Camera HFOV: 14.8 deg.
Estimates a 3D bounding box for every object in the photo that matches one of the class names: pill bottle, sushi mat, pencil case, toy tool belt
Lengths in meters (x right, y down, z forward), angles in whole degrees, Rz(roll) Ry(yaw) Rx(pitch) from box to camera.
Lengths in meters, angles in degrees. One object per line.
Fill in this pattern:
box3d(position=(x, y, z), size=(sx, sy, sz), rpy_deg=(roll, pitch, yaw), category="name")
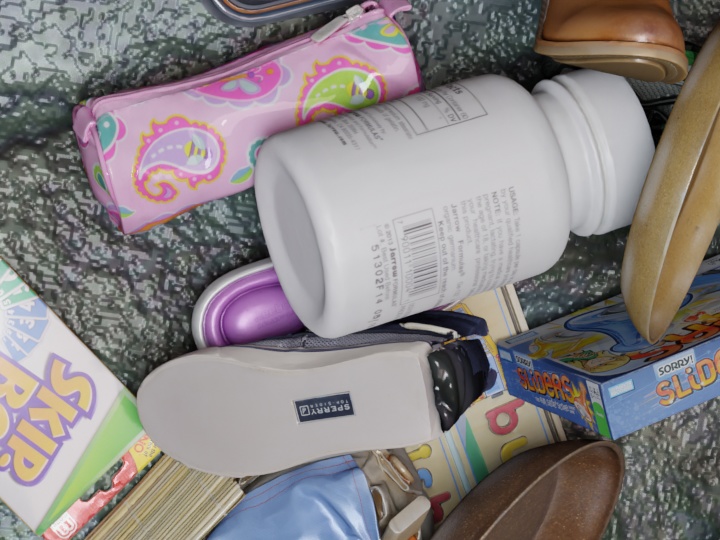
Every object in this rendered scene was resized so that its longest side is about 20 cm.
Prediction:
box3d(position=(0.053, -0.044, 1.494), size=(0.199, 0.114, 0.115), rpy_deg=(-17, 101, -17), category="pill bottle")
box3d(position=(-0.150, 0.177, 1.548), size=(0.200, 0.096, 0.012), rpy_deg=(-45, 120, -4), category="sushi mat")
box3d(position=(-0.059, -0.088, 1.537), size=(0.199, 0.087, 0.088), rpy_deg=(-20, 102, -9), category="pencil case")
box3d(position=(-0.048, 0.171, 1.542), size=(0.200, 0.123, 0.125), rpy_deg=(-33, 97, 3), category="toy tool belt")

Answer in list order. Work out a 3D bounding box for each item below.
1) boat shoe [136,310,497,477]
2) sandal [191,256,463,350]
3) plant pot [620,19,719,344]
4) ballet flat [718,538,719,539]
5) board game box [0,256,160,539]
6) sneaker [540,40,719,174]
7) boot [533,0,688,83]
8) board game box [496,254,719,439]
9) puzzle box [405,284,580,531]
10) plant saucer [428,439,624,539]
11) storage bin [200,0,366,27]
box3d(position=(-0.019, 0.065, 1.524), size=(0.199, 0.093, 0.075), rpy_deg=(-3, 103, 28), category="boat shoe")
box3d(position=(0.003, 0.007, 1.558), size=(0.202, 0.050, 0.083), rpy_deg=(-28, 103, -7), category="sandal")
box3d(position=(0.181, -0.058, 1.492), size=(0.027, 0.200, 0.201), rpy_deg=(21, 92, 12), category="plant pot")
box3d(position=(0.231, 0.261, 1.671), size=(0.072, 0.072, 0.201), rpy_deg=(-23, 102, -10), category="ballet flat")
box3d(position=(-0.204, 0.059, 1.555), size=(0.096, 0.030, 0.200), rpy_deg=(-44, 107, -4), category="board game box")
box3d(position=(0.196, -0.086, 1.605), size=(0.199, 0.078, 0.086), rpy_deg=(17, 94, -16), category="sneaker")
box3d(position=(0.139, -0.184, 1.458), size=(0.073, 0.200, 0.155), rpy_deg=(11, 100, -13), category="boot")
box3d(position=(0.195, 0.034, 1.578), size=(0.199, 0.135, 0.035), rpy_deg=(-21, 106, -19), category="board game box")
box3d(position=(0.041, 0.067, 1.615), size=(0.133, 0.025, 0.201), rpy_deg=(-23, 102, -10), category="puzzle box")
box3d(position=(0.074, 0.170, 1.564), size=(0.037, 0.200, 0.201), rpy_deg=(36, 87, 24), category="plant saucer")
box3d(position=(0.008, -0.217, 1.512), size=(0.199, 0.134, 0.146), rpy_deg=(-14, 101, -12), category="storage bin")
